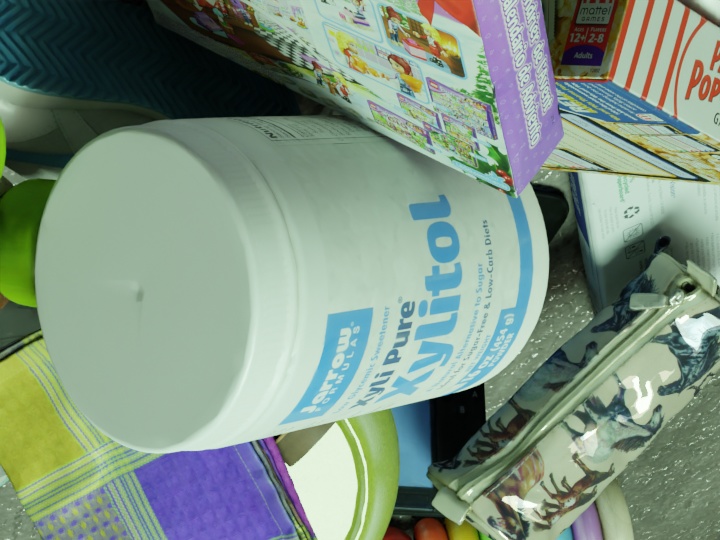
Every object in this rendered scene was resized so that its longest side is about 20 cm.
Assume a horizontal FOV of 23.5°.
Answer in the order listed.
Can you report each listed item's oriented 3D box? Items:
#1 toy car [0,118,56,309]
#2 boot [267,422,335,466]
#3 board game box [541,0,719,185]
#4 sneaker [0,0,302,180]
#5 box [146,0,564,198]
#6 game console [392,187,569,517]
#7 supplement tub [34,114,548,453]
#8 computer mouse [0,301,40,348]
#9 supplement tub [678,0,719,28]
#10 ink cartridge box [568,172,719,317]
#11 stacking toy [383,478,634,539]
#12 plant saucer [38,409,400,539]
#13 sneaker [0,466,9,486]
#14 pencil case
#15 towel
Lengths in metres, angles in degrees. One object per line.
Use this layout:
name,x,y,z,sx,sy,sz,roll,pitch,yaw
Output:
toy car,-0.227,0.028,0.711,0.163,0.201,0.158,8,157,33
boot,0.000,0.000,0.882,0.200,0.075,0.074,-50,-178,-25
board game box,0.086,-0.084,0.782,0.151,0.047,0.199,21,172,-42
sneaker,-0.109,-0.074,0.799,0.199,0.077,0.081,17,147,-38
box,-0.018,-0.118,0.680,0.039,0.199,0.137,-52,152,-19
game console,0.014,0.042,0.961,0.199,0.172,0.118,7,162,-31
supplement tub,-0.023,0.000,0.736,0.199,0.132,0.132,-9,148,-50
computer mouse,-0.142,0.069,0.947,0.044,0.110,0.200,-46,133,-5
supplement tub,0.178,-0.209,0.688,0.143,0.145,0.200,8,135,-32
ink cartridge box,0.223,-0.045,1.002,0.199,0.044,0.197,-21,143,-1
stacking toy,0.088,0.198,1.220,0.198,0.086,0.086,-10,143,-7
plant saucer,-0.070,0.117,0.911,0.198,0.031,0.202,-4,106,-15
sneaker,-0.253,0.058,0.885,0.199,0.078,0.140,3,138,-28
pencil case,0.127,0.075,0.966,0.200,0.078,0.089,-44,143,-1
towel,-0.105,0.108,0.852,0.143,0.201,0.023,-24,-174,20
